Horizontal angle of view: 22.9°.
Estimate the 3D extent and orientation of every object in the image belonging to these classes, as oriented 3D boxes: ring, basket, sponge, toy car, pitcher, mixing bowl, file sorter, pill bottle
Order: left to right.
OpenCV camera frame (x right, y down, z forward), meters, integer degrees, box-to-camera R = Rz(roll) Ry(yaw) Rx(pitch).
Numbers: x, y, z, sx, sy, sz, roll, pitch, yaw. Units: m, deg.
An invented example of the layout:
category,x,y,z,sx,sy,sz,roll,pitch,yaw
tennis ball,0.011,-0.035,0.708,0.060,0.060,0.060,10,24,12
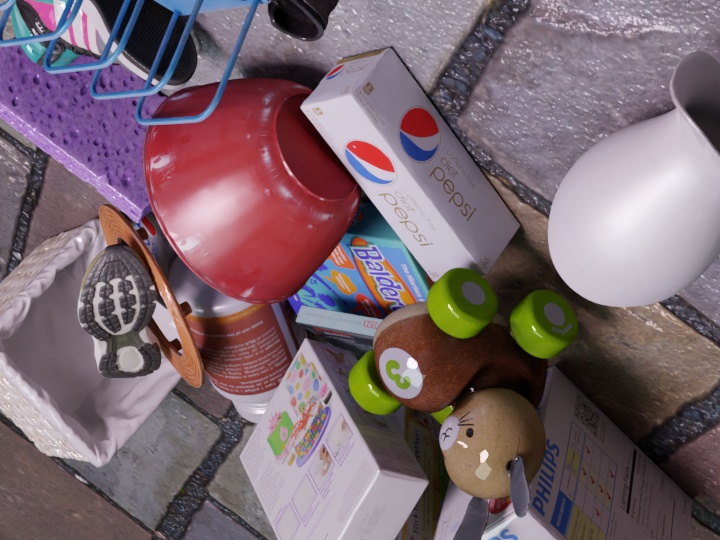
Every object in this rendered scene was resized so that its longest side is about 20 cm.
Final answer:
category,x,y,z,sx,sy,sz,roll,pitch,yaw
basket,-0.315,0.079,1.960,0.198,0.200,0.161,49,155,-20
sponge,-0.249,-0.146,1.644,0.200,0.112,0.030,37,153,0
file sorter,-0.200,-0.211,1.395,0.200,0.123,0.139,29,165,-34
ring,-0.198,0.022,1.729,0.201,0.019,0.201,52,161,26
pill bottle,-0.114,0.061,1.792,0.112,0.112,0.200,18,145,30
mixing bowl,-0.071,-0.083,1.481,0.108,0.200,0.200,-27,114,40
toy car,0.091,0.130,1.467,0.158,0.200,0.164,14,141,-26
pitcher,0.239,-0.046,1.265,0.171,0.121,0.200,26,141,-12

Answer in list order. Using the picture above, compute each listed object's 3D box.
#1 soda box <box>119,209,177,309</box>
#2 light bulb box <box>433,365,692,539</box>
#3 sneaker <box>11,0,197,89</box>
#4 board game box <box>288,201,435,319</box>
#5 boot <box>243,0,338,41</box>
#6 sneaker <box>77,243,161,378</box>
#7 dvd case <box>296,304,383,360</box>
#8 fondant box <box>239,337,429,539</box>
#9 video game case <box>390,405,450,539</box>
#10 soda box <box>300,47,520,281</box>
category,x,y,z,sx,sy,sz,roll,pitch,yaw
soda box,-0.195,-0.047,1.771,0.068,0.063,0.200,37,152,15
light bulb box,0.182,0.232,1.589,0.200,0.198,0.125,44,124,-16
sneaker,-0.235,-0.208,1.566,0.200,0.084,0.121,43,147,6
board game box,0.000,0.000,1.648,0.200,0.045,0.152,9,141,40
boot,-0.068,-0.268,1.248,0.200,0.132,0.070,43,151,-11
sneaker,-0.238,0.025,1.716,0.200,0.077,0.089,97,159,-55
dvd case,0.052,0.086,1.663,0.146,0.022,0.200,9,164,41
fondant box,-0.028,0.178,1.596,0.058,0.144,0.200,15,-155,-32
video game case,0.098,0.234,1.631,0.182,0.200,0.023,31,129,-25
soda box,0.043,-0.085,1.461,0.068,0.064,0.200,-6,130,50
